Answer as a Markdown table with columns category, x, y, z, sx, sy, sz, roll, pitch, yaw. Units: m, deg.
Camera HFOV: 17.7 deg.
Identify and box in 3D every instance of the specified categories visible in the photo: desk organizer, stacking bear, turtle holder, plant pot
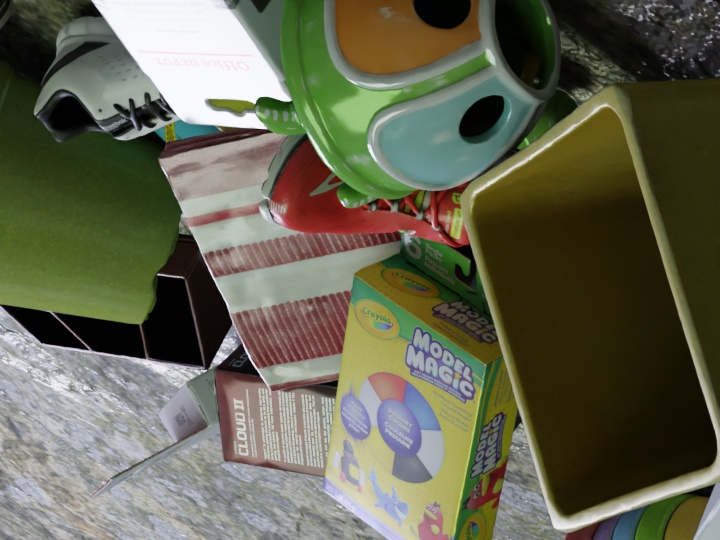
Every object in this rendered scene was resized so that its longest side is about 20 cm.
| category | x | y | z | sx | sy | sz | roll | pitch | yaw |
| --- | --- | --- | --- | --- | --- | --- | --- | --- | --- |
| desk organizer | -0.188 | 0.020 | 1.823 | 0.200 | 0.077 | 0.072 | 6 | 149 | 41 |
| stacking bear | 0.259 | 0.218 | 1.724 | 0.200 | 0.122 | 0.114 | -12 | 143 | 43 |
| turtle holder | 0.041 | -0.100 | 1.249 | 0.131 | 0.141 | 0.186 | -11 | 128 | 31 |
| plant pot | 0.199 | 0.008 | 1.202 | 0.199 | 0.195 | 0.195 | -11 | 170 | -25 |
| plant pot | -0.222 | -0.048 | 1.620 | 0.189 | 0.201 | 0.200 | 17 | 158 | -8 |

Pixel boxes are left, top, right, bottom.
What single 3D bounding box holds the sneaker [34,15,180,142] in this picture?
| category | x | y | z | sx | sy | sz | roll | pitch | yaw |
| --- | --- | --- | --- | --- | --- | --- | --- | --- | --- |
| sneaker | -0.122 | -0.115 | 1.460 | 0.200 | 0.080 | 0.074 | -2 | 141 | 38 |

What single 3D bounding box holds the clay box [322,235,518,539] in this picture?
| category | x | y | z | sx | sy | sz | roll | pitch | yaw |
| --- | --- | --- | --- | --- | --- | --- | --- | --- | --- |
| clay box | 0.040 | 0.080 | 1.431 | 0.115 | 0.048 | 0.200 | 33 | 132 | 33 |

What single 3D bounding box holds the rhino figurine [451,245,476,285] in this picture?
| category | x | y | z | sx | sy | sz | roll | pitch | yaw |
| --- | --- | --- | --- | --- | --- | --- | --- | --- | --- |
| rhino figurine | 0.000 | 0.000 | 1.563 | 0.200 | 0.088 | 0.060 | 13 | 155 | 29 |

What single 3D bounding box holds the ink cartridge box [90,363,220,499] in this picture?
| category | x | y | z | sx | sy | sz | roll | pitch | yaw |
| --- | --- | --- | --- | --- | --- | --- | --- | --- | --- |
| ink cartridge box | -0.136 | 0.115 | 1.817 | 0.044 | 0.173 | 0.200 | 63 | 166 | 4 |

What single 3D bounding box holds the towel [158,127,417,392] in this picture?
| category | x | y | z | sx | sy | sz | roll | pitch | yaw |
| --- | --- | --- | --- | --- | --- | --- | --- | --- | --- |
| towel | -0.026 | -0.013 | 1.453 | 0.144 | 0.023 | 0.200 | -11 | 126 | 16 |

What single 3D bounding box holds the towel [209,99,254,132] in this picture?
| category | x | y | z | sx | sy | sz | roll | pitch | yaw |
| --- | --- | --- | --- | --- | --- | --- | --- | --- | --- |
| towel | -0.007 | -0.076 | 1.440 | 0.086 | 0.018 | 0.200 | -31 | 131 | 33 |

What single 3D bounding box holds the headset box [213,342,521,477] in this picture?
| category | x | y | z | sx | sy | sz | roll | pitch | yaw |
| --- | --- | --- | --- | --- | --- | --- | --- | --- | --- |
| headset box | 0.004 | 0.078 | 1.595 | 0.199 | 0.149 | 0.077 | 6 | 116 | 22 |

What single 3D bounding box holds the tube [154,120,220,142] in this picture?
| category | x | y | z | sx | sy | sz | roll | pitch | yaw |
| --- | --- | --- | --- | --- | --- | --- | --- | --- | --- |
| tube | -0.085 | -0.077 | 1.540 | 0.200 | 0.050 | 0.078 | 36 | 153 | 19 |

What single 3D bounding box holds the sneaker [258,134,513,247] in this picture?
| category | x | y | z | sx | sy | sz | roll | pitch | yaw |
| --- | --- | --- | --- | --- | --- | --- | --- | --- | --- |
| sneaker | 0.033 | -0.049 | 1.346 | 0.200 | 0.077 | 0.085 | -5 | -152 | -40 |

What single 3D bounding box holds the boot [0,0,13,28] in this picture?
| category | x | y | z | sx | sy | sz | roll | pitch | yaw |
| --- | --- | --- | --- | --- | --- | --- | --- | --- | --- |
| boot | -0.306 | -0.229 | 1.447 | 0.200 | 0.073 | 0.151 | 33 | 157 | 1 |

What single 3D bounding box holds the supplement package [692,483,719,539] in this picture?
| category | x | y | z | sx | sy | sz | roll | pitch | yaw |
| --- | --- | --- | --- | --- | --- | --- | --- | --- | --- |
| supplement package | 0.332 | 0.152 | 1.481 | 0.200 | 0.117 | 0.117 | 25 | 157 | 7 |

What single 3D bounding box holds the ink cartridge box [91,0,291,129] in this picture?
| category | x | y | z | sx | sy | sz | roll | pitch | yaw |
| --- | --- | --- | --- | --- | --- | --- | --- | --- | --- |
| ink cartridge box | -0.096 | -0.172 | 1.317 | 0.116 | 0.067 | 0.200 | 7 | 144 | 40 |

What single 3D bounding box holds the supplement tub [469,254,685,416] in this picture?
| category | x | y | z | sx | sy | sz | roll | pitch | yaw |
| --- | --- | --- | --- | --- | --- | --- | --- | --- | --- |
| supplement tub | 0.161 | 0.024 | 1.395 | 0.122 | 0.123 | 0.200 | 36 | 155 | -20 |
